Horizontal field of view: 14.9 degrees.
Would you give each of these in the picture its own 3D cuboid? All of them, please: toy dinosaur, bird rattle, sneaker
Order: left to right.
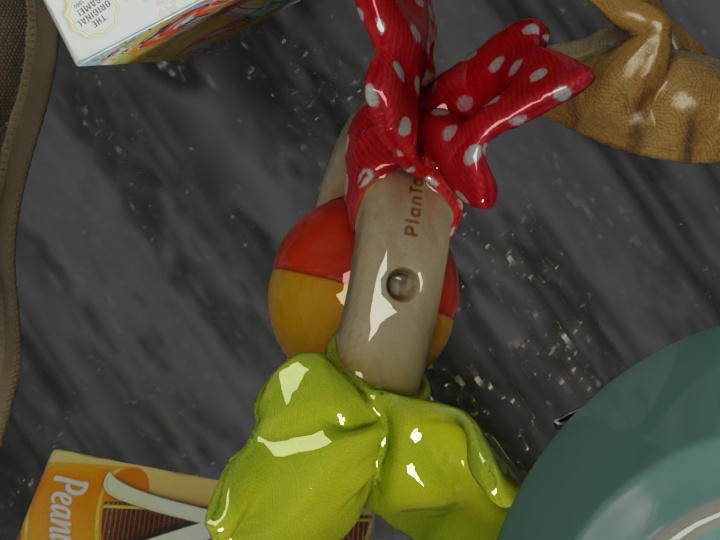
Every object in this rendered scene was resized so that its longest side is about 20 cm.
[{"bbox_3d":[-0.158,-0.010,0.938,0.075,0.070,0.201,13,78,-33],"label":"sneaker"},{"bbox_3d":[0.000,0.000,0.878,0.112,0.163,0.201,2,87,-13],"label":"bird rattle"},{"bbox_3d":[0.086,-0.065,0.919,0.199,0.060,0.107,10,91,9],"label":"toy dinosaur"}]

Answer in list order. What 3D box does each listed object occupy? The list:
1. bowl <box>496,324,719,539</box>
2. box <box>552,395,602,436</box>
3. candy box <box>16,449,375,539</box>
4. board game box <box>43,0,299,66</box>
[{"bbox_3d":[0.120,0.111,0.734,0.200,0.105,0.202,0,88,13],"label":"bowl"},{"bbox_3d":[0.165,0.104,0.854,0.124,0.149,0.201,-28,84,9],"label":"box"},{"bbox_3d":[-0.072,0.154,0.877,0.115,0.055,0.200,10,45,9],"label":"candy box"},{"bbox_3d":[-0.020,-0.110,0.865,0.134,0.200,0.034,-27,92,7],"label":"board game box"}]
